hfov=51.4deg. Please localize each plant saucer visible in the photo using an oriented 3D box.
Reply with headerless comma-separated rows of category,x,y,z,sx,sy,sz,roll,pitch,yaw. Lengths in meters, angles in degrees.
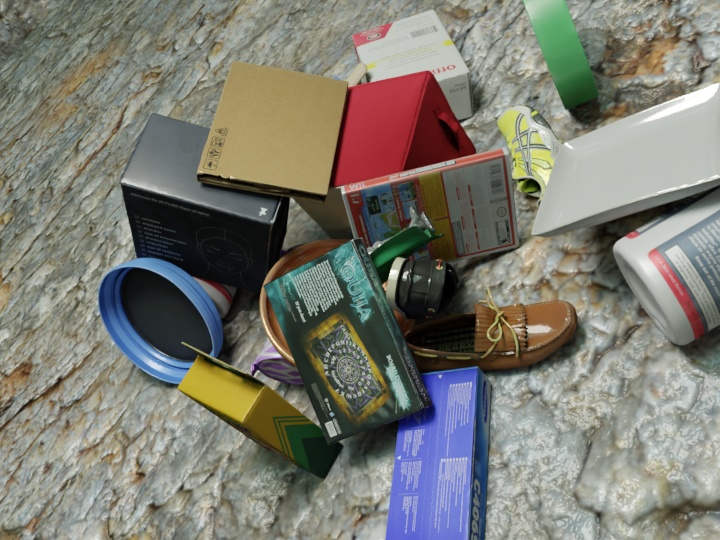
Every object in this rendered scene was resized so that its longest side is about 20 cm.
plant saucer,-0.029,0.050,0.957,0.199,0.038,0.201,3,57,-4

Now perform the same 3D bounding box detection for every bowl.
bowl,-0.286,0.071,1.077,0.200,0.202,0.039,-8,26,31

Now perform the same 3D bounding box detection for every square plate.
square plate,0.291,-0.113,0.791,0.197,0.029,0.200,-19,27,37

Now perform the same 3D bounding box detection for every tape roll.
tape roll,0.257,-0.315,0.987,0.048,0.201,0.201,-21,46,20

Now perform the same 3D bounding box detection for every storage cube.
storage cube,0.035,-0.134,1.024,0.199,0.171,0.181,-4,55,32

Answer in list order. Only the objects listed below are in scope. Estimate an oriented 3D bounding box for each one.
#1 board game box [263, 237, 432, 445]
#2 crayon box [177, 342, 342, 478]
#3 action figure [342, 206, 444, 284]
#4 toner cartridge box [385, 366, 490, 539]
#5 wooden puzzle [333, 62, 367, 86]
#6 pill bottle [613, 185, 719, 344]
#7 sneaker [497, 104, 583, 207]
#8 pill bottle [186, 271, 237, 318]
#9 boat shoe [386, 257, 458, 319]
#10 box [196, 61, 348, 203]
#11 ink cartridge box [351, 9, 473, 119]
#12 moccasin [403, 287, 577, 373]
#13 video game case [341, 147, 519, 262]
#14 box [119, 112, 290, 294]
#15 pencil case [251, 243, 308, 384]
board game box,-0.017,0.081,0.844,0.135,0.028,0.201,-25,85,27
crayon box,-0.125,0.165,0.873,0.126,0.200,0.051,15,65,42
action figure,0.000,0.000,0.892,0.200,0.118,0.055,-36,72,16
toner cartridge box,0.086,0.206,0.803,0.094,0.043,0.201,-11,51,28
wooden puzzle,-0.065,-0.225,1.179,0.186,0.046,0.200,-53,-1,-12
pill bottle,0.364,-0.027,0.726,0.199,0.120,0.120,-32,43,10
sneaker,0.222,-0.147,0.969,0.076,0.075,0.200,-34,42,5
pill bottle,-0.228,-0.036,1.170,0.119,0.120,0.201,-3,54,34
boat shoe,0.079,0.024,0.857,0.063,0.201,0.074,10,88,13
box,-0.107,-0.182,0.961,0.162,0.021,0.201,10,57,-2
ink cartridge box,0.079,-0.308,1.172,0.144,0.084,0.201,-16,45,1
moccasin,0.144,0.068,0.848,0.200,0.078,0.074,-10,51,30
video game case,0.089,-0.064,0.911,0.199,0.144,0.018,-13,40,4
box,-0.203,-0.084,1.019,0.199,0.197,0.125,15,62,-2
pencil case,-0.087,0.055,1.018,0.085,0.084,0.201,10,54,-2
